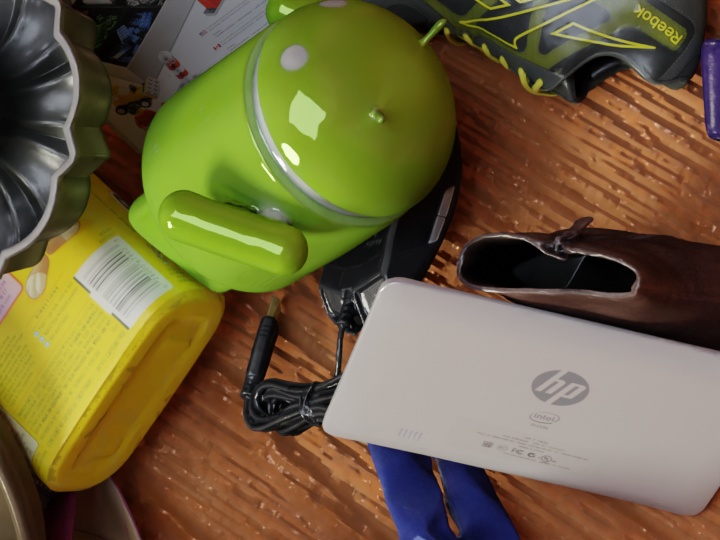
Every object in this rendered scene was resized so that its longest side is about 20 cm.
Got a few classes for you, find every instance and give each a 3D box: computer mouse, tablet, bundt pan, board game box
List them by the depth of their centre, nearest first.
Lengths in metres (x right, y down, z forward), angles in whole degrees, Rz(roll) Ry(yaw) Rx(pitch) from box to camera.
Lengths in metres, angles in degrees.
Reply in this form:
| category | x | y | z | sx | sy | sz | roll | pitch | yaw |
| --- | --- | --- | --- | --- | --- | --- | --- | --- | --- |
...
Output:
| category | x | y | z | sx | sy | sz | roll | pitch | yaw |
| --- | --- | --- | --- | --- | --- | --- | --- | --- | --- |
| tablet | 0.091 | 0.064 | 1.434 | 0.199 | 0.130 | 0.014 | 13 | 51 | -8 |
| bundt pan | -0.212 | -0.081 | 1.527 | 0.201 | 0.076 | 0.203 | -1 | 88 | 25 |
| computer mouse | 0.000 | 0.000 | 1.556 | 0.140 | 0.046 | 0.201 | -20 | 53 | 54 |
| board game box | -0.084 | -0.162 | 1.573 | 0.200 | 0.126 | 0.035 | -34 | 32 | 19 |

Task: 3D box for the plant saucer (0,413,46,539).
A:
| category | x | y | z | sx | sy | sz | roll | pitch | yaw |
| --- | --- | --- | --- | --- | --- | --- | --- | --- | --- |
| plant saucer | -0.236 | 0.112 | 1.606 | 0.200 | 0.029 | 0.201 | 28 | 133 | 35 |

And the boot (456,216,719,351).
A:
| category | x | y | z | sx | sy | sz | roll | pitch | yaw |
| --- | --- | --- | --- | --- | --- | --- | --- | --- | --- |
| boot | 0.162 | 0.018 | 1.415 | 0.199 | 0.166 | 0.073 | 8 | 90 | 26 |

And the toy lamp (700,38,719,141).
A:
| category | x | y | z | sx | sy | sz | roll | pitch | yaw |
| --- | --- | --- | --- | --- | --- | --- | --- | --- | --- |
| toy lamp | 0.207 | -0.161 | 1.469 | 0.058 | 0.058 | 0.201 | 10 | 88 | 26 |

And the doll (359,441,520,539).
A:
| category | x | y | z | sx | sy | sz | roll | pitch | yaw |
| --- | --- | --- | --- | --- | --- | --- | --- | --- | --- |
| doll | 0.059 | 0.156 | 1.480 | 0.048 | 0.136 | 0.200 | -44 | 50 | 36 |

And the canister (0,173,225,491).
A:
| category | x | y | z | sx | sy | sz | roll | pitch | yaw |
| --- | --- | --- | --- | --- | --- | --- | --- | --- | --- |
| canister | -0.185 | 0.005 | 1.601 | 0.200 | 0.086 | 0.149 | 42 | 107 | 23 |

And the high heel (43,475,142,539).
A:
| category | x | y | z | sx | sy | sz | roll | pitch | yaw |
| --- | --- | --- | --- | --- | --- | --- | --- | --- | --- |
| high heel | -0.128 | 0.169 | 1.553 | 0.200 | 0.067 | 0.097 | 27 | 109 | 59 |

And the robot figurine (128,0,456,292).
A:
| category | x | y | z | sx | sy | sz | roll | pitch | yaw |
| --- | --- | --- | --- | --- | --- | --- | --- | --- | --- |
| robot figurine | -0.032 | -0.062 | 1.485 | 0.116 | 0.176 | 0.200 | 41 | 139 | -16 |

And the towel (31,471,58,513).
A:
| category | x | y | z | sx | sy | sz | roll | pitch | yaw |
| --- | --- | --- | --- | --- | --- | --- | --- | --- | --- |
| towel | -0.215 | 0.077 | 1.670 | 0.144 | 0.024 | 0.201 | 20 | 95 | 26 |

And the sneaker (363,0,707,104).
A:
| category | x | y | z | sx | sy | sz | roll | pitch | yaw |
| --- | --- | --- | --- | --- | --- | --- | --- | --- | --- |
| sneaker | 0.084 | -0.127 | 1.513 | 0.199 | 0.074 | 0.085 | -1 | 86 | 25 |
